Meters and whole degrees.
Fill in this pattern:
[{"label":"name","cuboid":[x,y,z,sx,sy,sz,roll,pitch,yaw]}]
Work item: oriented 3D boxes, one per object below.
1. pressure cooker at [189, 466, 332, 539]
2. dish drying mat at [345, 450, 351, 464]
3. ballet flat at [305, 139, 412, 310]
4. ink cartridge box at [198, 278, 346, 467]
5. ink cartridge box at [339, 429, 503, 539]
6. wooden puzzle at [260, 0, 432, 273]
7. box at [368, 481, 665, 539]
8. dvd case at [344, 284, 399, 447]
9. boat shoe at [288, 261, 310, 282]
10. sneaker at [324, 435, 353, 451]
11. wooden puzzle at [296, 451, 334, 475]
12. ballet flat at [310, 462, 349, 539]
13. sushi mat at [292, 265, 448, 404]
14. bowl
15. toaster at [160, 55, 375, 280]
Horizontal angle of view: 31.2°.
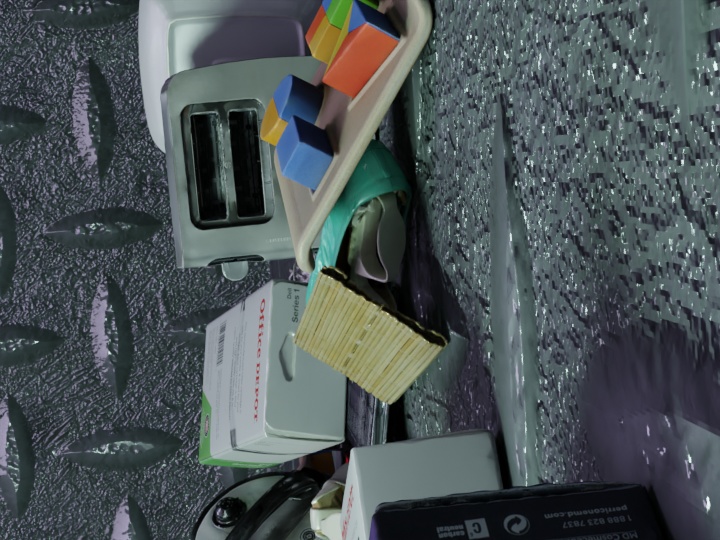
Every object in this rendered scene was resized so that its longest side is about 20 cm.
[{"label":"pressure cooker","cuboid":[-0.083,0.306,1.298,0.177,0.177,0.201,-96,-6,-48]},{"label":"dish drying mat","cuboid":[0.001,0.268,1.160,0.077,0.018,0.203,176,89,-84]},{"label":"ballet flat","cuboid":[0.000,0.000,0.955,0.071,0.067,0.202,54,148,42]},{"label":"ink cartridge box","cuboid":[-0.085,0.104,1.234,0.200,0.083,0.148,151,125,-61]},{"label":"ink cartridge box","cuboid":[0.041,0.208,0.707,0.147,0.082,0.202,97,166,-62]},{"label":"wooden puzzle","cuboid":[-0.022,-0.124,0.893,0.186,0.046,0.201,-109,42,-63]},{"label":"box","cuboid":[0.064,0.197,0.431,0.201,0.103,0.149,-102,11,-48]},{"label":"dvd case","cuboid":[0.006,0.079,1.113,0.200,0.016,0.151,-151,65,-80]},{"label":"boat shoe","cuboid":[-0.046,0.018,1.368,0.074,0.066,0.202,-111,18,-66]},{"label":"sneaker","cuboid":[-0.032,0.124,1.348,0.201,0.078,0.090,110,163,-54]},{"label":"wooden puzzle","cuboid":[-0.046,0.254,1.512,0.200,0.046,0.187,-97,-2,-64]},{"label":"ballet flat","cuboid":[-0.008,0.194,1.031,0.200,0.063,0.068,172,90,-71]},{"label":"sushi mat","cuboid":[0.002,0.050,0.913,0.012,0.095,0.200,-55,-2,-18]},{"label":"bowl","cuboid":[-0.112,-0.187,1.206,0.075,0.197,0.202,-91,2,-60]},{"label":"toaster","cuboid":[-0.076,-0.099,1.107,0.119,0.179,0.203,-156,61,-78]}]
